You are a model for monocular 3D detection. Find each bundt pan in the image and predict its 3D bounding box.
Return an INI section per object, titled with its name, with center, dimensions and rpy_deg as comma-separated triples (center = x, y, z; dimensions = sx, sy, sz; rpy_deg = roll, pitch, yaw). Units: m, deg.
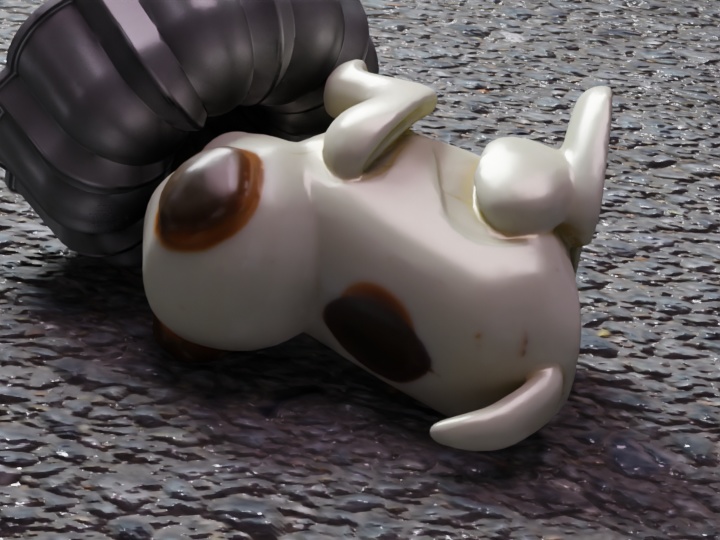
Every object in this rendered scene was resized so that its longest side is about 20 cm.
[bundt pan]
center = -0.074, -0.075, 1.201
dimensions = 0.201, 0.202, 0.076
rpy_deg = -9, 53, -39

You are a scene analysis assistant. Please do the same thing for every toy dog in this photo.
[toy dog]
center = 0.000, 0.000, 1.129
dimensions = 0.198, 0.140, 0.195
rpy_deg = 10, 56, 1
